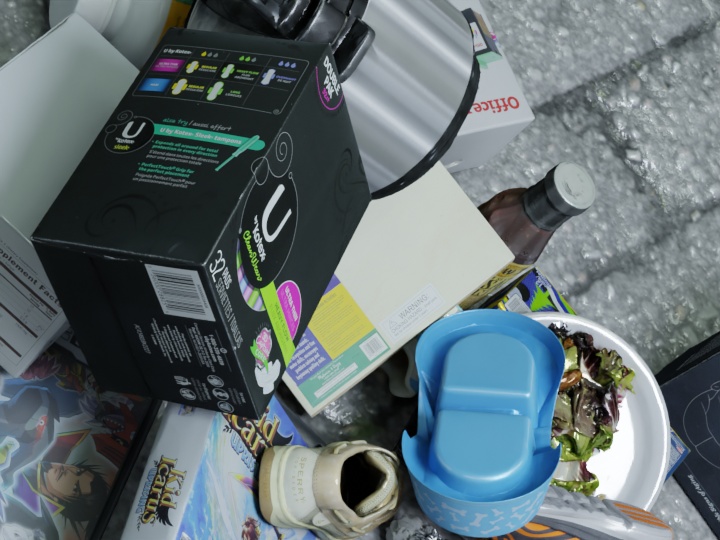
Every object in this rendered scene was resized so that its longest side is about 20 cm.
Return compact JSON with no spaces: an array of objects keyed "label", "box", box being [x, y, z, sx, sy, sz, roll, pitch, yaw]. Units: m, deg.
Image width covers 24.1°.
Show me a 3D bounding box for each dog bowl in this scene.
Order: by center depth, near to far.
[{"label":"dog bowl","box":[0.090,0.110,1.219,0.111,0.050,0.200,4,40,6]}]

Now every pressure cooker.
[{"label":"pressure cooker","box":[-0.034,-0.165,1.211,0.200,0.175,0.179,34,47,-39]}]

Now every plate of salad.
[{"label":"plate of salad","box":[0.146,0.132,1.307,0.199,0.048,0.201,0,88,-4]}]

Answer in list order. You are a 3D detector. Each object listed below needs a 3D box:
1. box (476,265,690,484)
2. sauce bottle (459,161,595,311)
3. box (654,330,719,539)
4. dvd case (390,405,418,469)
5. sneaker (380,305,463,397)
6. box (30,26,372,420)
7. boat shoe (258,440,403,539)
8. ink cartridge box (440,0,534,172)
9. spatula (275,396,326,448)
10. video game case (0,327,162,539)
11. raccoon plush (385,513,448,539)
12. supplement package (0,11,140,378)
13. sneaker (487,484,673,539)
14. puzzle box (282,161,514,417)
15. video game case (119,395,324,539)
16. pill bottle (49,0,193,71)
[{"label":"box","box":[0.172,0.100,1.378,0.200,0.070,0.064,51,49,-1]},{"label":"sauce bottle","box":[0.109,-0.024,1.339,0.066,0.200,0.066,14,59,-26]},{"label":"box","box":[0.370,0.134,1.433,0.124,0.197,0.200,-32,85,-42]},{"label":"dvd case","box":[0.130,0.158,1.375,0.200,0.016,0.149,41,50,-9]},{"label":"sneaker","box":[-0.002,0.010,1.328,0.200,0.077,0.081,45,57,0]},{"label":"box","box":[-0.093,-0.034,1.075,0.124,0.149,0.200,9,49,22]},{"label":"boat shoe","box":[-0.003,0.152,1.178,0.200,0.065,0.073,24,63,-66]},{"label":"ink cartridge box","box":[0.042,-0.187,1.458,0.144,0.084,0.201,-15,75,-39]},{"label":"spatula","box":[-0.092,0.074,1.265,0.200,0.021,0.057,47,55,-5]},{"label":"video game case","box":[-0.240,0.108,1.142,0.180,0.025,0.201,33,51,-16]},{"label":"raccoon plush","box":[0.054,0.293,1.230,0.134,0.097,0.200,-35,57,-27]},{"label":"supplement package","box":[-0.217,-0.056,1.169,0.156,0.111,0.200,43,41,-3]},{"label":"sneaker","box":[0.132,0.218,1.253,0.199,0.078,0.113,18,99,-15]},{"label":"puzzle box","box":[0.000,0.000,1.286,0.200,0.025,0.133,-37,83,-4]},{"label":"video game case","box":[-0.083,0.177,1.127,0.200,0.045,0.182,61,34,-46]},{"label":"pill bottle","box":[-0.137,-0.200,1.324,0.199,0.113,0.113,14,58,-28]}]
